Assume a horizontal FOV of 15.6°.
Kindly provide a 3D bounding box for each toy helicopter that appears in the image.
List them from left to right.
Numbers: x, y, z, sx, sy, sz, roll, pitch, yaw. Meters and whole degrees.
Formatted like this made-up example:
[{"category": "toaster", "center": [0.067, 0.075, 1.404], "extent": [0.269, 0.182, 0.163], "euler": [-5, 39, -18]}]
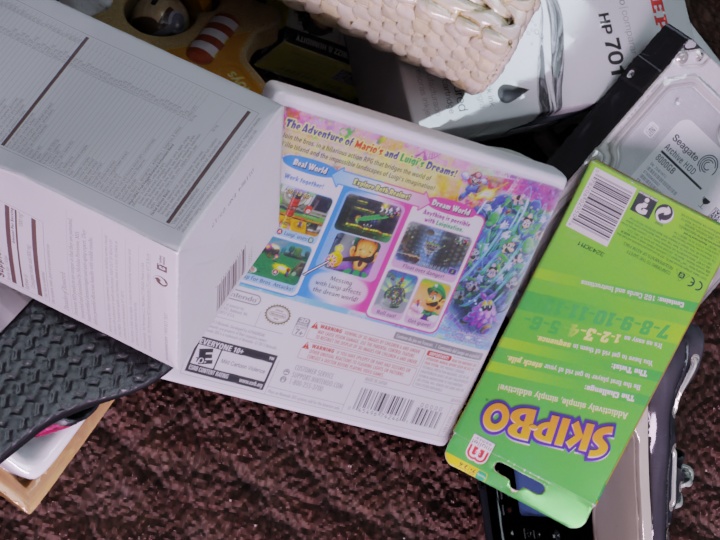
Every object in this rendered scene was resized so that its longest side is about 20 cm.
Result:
[{"category": "toy helicopter", "center": [-0.095, -0.118, 1.528], "extent": [0.132, 0.079, 0.200], "euler": [-23, 55, -29]}]

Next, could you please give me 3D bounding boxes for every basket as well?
[{"category": "basket", "center": [0.029, -0.214, 1.447], "extent": [0.198, 0.200, 0.161], "euler": [25, 85, -1]}]

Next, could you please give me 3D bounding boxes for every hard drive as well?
[{"category": "hard drive", "center": [0.170, -0.032, 1.600], "extent": [0.200, 0.038, 0.140], "euler": [-49, 122, 2]}]

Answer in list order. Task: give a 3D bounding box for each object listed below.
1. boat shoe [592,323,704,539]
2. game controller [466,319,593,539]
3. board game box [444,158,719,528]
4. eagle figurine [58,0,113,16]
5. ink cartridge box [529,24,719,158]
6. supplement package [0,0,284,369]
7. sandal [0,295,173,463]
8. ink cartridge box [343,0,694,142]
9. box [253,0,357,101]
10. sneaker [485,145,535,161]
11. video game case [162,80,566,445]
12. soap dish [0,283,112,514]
[{"category": "boat shoe", "center": [0.183, 0.125, 1.609], "extent": [0.062, 0.073, 0.201], "euler": [-8, 107, -20]}, {"category": "game controller", "center": [0.102, 0.100, 1.619], "extent": [0.104, 0.042, 0.201], "euler": [18, 62, -60]}, {"category": "board game box", "center": [0.134, 0.044, 1.547], "extent": [0.095, 0.030, 0.201], "euler": [27, 95, 5]}, {"category": "eagle figurine", "center": [-0.225, -0.207, 1.472], "extent": [0.199, 0.151, 0.152], "euler": [-1, 81, -18]}, {"category": "ink cartridge box", "center": [0.153, -0.140, 1.718], "extent": [0.116, 0.067, 0.200], "euler": [-42, 96, -30]}, {"category": "supplement package", "center": [-0.153, -0.057, 1.379], "extent": [0.199, 0.110, 0.114], "euler": [26, 57, 14]}, {"category": "sandal", "center": [-0.174, 0.057, 1.411], "extent": [0.200, 0.045, 0.075], "euler": [-33, 85, -16]}, {"category": "ink cartridge box", "center": [0.093, -0.160, 1.611], "extent": [0.199, 0.086, 0.147], "euler": [-12, 85, -20]}, {"category": "box", "center": [-0.011, -0.214, 1.664], "extent": [0.075, 0.050, 0.201], "euler": [19, 67, -21]}, {"category": "sneaker", "center": [0.115, -0.028, 1.649], "extent": [0.200, 0.085, 0.075], "euler": [29, 99, -31]}, {"category": "video game case", "center": [0.000, 0.000, 1.507], "extent": [0.199, 0.024, 0.183], "euler": [15, 107, -29]}, {"category": "soap dish", "center": [-0.196, 0.016, 1.478], "extent": [0.157, 0.081, 0.200], "euler": [41, 60, -11]}]
